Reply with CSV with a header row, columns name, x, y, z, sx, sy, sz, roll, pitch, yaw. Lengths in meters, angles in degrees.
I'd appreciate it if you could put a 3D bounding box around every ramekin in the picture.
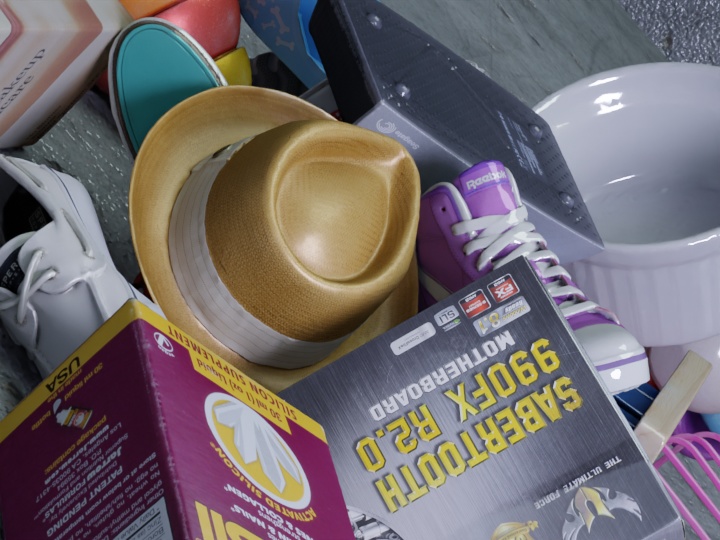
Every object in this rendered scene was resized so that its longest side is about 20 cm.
name,x,y,z,sx,sy,sz,roll,pitch,yaw
ramekin,0.194,-0.041,1.638,0.201,0.199,0.098,-110,-173,-52

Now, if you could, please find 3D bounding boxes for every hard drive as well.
name,x,y,z,sx,sy,sz,roll,pitch,yaw
hard drive,0.054,-0.082,1.471,0.200,0.042,0.135,30,27,-39

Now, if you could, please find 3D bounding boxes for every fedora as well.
name,x,y,z,sx,sy,sz,roll,pitch,yaw
fedora,-0.026,-0.022,1.298,0.200,0.082,0.202,22,55,-34

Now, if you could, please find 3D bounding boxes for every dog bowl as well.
name,x,y,z,sx,sy,sz,roll,pitch,yaw
dog bowl,-0.001,-0.141,1.603,0.200,0.050,0.111,45,27,10

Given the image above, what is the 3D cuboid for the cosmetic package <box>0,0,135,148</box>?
name,x,y,z,sx,sy,sz,roll,pitch,yaw
cosmetic package,-0.210,-0.124,1.319,0.087,0.103,0.200,49,18,8

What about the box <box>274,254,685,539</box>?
name,x,y,z,sx,sy,sz,roll,pitch,yaw
box,0.034,0.110,1.216,0.159,0.199,0.048,61,-1,24

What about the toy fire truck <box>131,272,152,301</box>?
name,x,y,z,sx,sy,sz,roll,pitch,yaw
toy fire truck,-0.060,0.074,1.340,0.141,0.049,0.200,41,17,-23

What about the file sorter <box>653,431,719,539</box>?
name,x,y,z,sx,sy,sz,roll,pitch,yaw
file sorter,0.189,0.183,1.582,0.139,0.125,0.200,53,17,16

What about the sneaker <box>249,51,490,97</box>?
name,x,y,z,sx,sy,sz,roll,pitch,yaw
sneaker,-0.009,-0.095,1.676,0.199,0.082,0.075,2,57,-20

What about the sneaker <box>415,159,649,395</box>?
name,x,y,z,sx,sy,sz,roll,pitch,yaw
sneaker,0.080,0.003,1.329,0.200,0.072,0.115,20,-60,59

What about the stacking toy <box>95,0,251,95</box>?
name,x,y,z,sx,sy,sz,roll,pitch,yaw
stacking toy,-0.118,-0.128,1.577,0.201,0.145,0.146,65,15,-8

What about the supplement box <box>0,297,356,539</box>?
name,x,y,z,sx,sy,sz,roll,pitch,yaw
supplement box,-0.075,0.129,1.085,0.131,0.103,0.201,37,20,-34

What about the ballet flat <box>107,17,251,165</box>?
name,x,y,z,sx,sy,sz,roll,pitch,yaw
ballet flat,-0.077,-0.046,1.384,0.201,0.069,0.069,57,17,1

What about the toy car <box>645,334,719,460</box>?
name,x,y,z,sx,sy,sz,roll,pitch,yaw
toy car,0.240,0.056,1.731,0.174,0.151,0.200,-14,33,-38

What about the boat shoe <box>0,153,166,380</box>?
name,x,y,z,sx,sy,sz,roll,pitch,yaw
boat shoe,-0.152,0.007,1.227,0.066,0.072,0.201,27,25,-39

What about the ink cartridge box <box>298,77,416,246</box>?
name,x,y,z,sx,sy,sz,roll,pitch,yaw
ink cartridge box,0.000,0.000,1.481,0.146,0.084,0.200,-35,82,-35

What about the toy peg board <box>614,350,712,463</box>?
name,x,y,z,sx,sy,sz,roll,pitch,yaw
toy peg board,0.091,0.125,1.377,0.098,0.200,0.200,33,16,7
